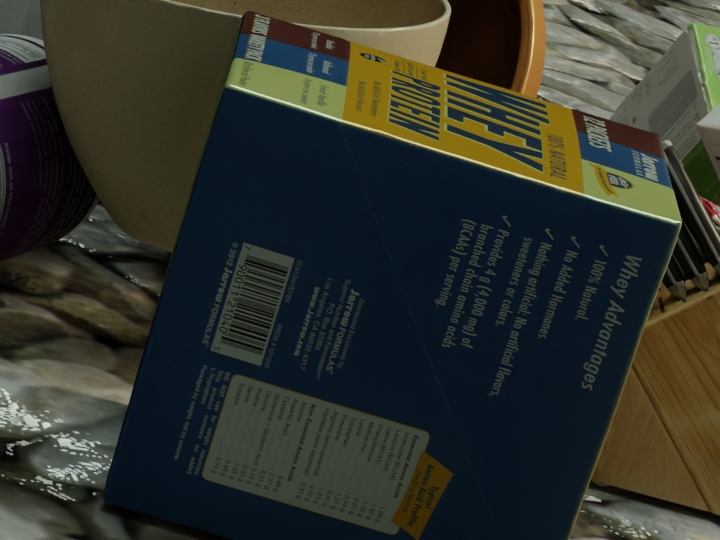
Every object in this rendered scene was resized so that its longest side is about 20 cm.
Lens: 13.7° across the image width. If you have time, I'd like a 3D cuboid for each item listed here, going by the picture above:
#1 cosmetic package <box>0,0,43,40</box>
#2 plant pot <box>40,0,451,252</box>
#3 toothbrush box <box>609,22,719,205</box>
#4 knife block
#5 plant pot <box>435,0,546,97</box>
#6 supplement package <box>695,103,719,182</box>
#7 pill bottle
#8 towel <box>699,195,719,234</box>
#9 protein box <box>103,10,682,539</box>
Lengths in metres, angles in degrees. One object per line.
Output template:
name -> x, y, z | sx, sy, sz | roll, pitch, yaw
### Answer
cosmetic package -> -0.124, -0.151, 1.698 | 0.199, 0.201, 0.123 | 4, 22, -34
plant pot -> -0.066, -0.081, 1.464 | 0.199, 0.135, 0.200 | 10, 17, -3
toothbrush box -> 0.259, -0.064, 1.858 | 0.199, 0.146, 0.086 | 8, 54, -26
knife block -> 0.181, 0.029, 1.488 | 0.199, 0.176, 0.064 | 16, 19, -4
plant pot -> 0.012, -0.116, 1.604 | 0.199, 0.201, 0.140 | 23, 3, 17
supplement package -> 0.322, -0.088, 1.700 | 0.200, 0.111, 0.155 | -41, 30, -26
pill bottle -> -0.198, -0.057, 1.495 | 0.112, 0.113, 0.200 | 23, 18, 18
towel -> 0.243, 0.008, 1.573 | 0.144, 0.023, 0.200 | 24, 11, -37
protein box -> 0.013, 0.019, 1.322 | 0.199, 0.199, 0.135 | 16, 18, -4
